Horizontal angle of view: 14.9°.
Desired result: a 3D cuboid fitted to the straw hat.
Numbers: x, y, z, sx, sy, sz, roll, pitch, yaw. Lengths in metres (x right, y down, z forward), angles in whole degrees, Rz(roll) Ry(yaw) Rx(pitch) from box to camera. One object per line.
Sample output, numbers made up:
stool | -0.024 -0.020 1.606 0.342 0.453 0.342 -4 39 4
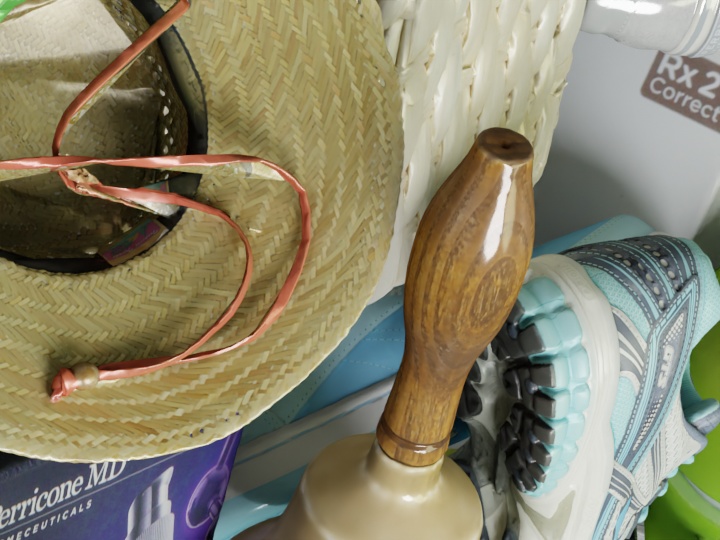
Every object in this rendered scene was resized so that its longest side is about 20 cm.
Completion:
straw hat | -0.091 -0.045 0.775 0.201 0.201 0.085 -61 -164 -6

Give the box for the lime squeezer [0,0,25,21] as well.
lime squeezer | -0.122 -0.076 0.698 0.200 0.071 0.038 -54 -164 -8

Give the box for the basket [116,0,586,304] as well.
basket | -0.004 -0.105 0.863 0.136 0.123 0.200 -35 143 -47

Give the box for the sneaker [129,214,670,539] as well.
sneaker | 0.000 0.000 0.938 0.200 0.131 0.080 -27 166 -8

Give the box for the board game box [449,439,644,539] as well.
board game box | 0.079 0.136 1.183 0.035 0.200 0.126 -49 154 -48

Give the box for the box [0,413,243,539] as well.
box | -0.131 0.106 0.844 0.148 0.104 0.200 -23 135 -55

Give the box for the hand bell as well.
hand bell | 0.018 0.042 0.793 0.104 0.104 0.200 -38 153 -45

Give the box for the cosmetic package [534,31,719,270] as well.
cosmetic package | 0.091 -0.037 1.077 0.200 0.165 0.165 3 113 -64

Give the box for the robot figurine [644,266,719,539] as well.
robot figurine | 0.158 0.069 0.977 0.175 0.116 0.200 -49 154 -27

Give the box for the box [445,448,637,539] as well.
box | -0.004 0.104 0.994 0.050 0.200 0.075 -92 -174 -52

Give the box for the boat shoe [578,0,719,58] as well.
boat shoe | 0.077 -0.155 0.966 0.068 0.200 0.072 3 146 -22

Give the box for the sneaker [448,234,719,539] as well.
sneaker | 0.074 0.065 0.883 0.086 0.078 0.200 -20 147 -20
